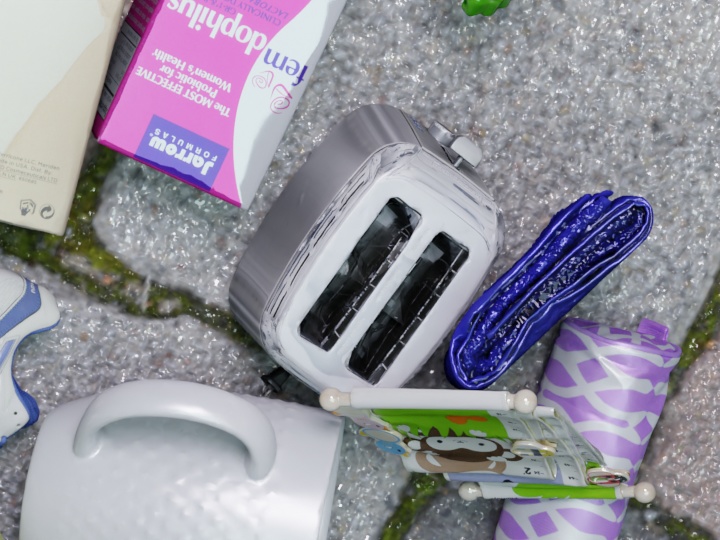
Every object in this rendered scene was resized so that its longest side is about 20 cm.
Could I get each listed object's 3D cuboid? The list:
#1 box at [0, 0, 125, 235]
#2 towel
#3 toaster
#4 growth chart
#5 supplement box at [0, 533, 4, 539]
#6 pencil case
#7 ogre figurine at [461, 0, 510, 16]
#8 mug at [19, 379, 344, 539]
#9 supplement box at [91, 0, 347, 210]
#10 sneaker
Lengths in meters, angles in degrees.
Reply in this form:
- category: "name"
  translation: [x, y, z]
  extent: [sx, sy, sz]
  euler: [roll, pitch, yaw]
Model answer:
- category: "box"
  translation: [-0.186, -0.131, 1.371]
  extent: [0.077, 0.095, 0.201]
  euler: [14, 99, -15]
- category: "towel"
  translation: [0.102, 0.010, 1.406]
  extent: [0.148, 0.200, 0.050]
  euler: [-42, 87, -1]
- category: "toaster"
  translation: [0.000, 0.000, 1.414]
  extent: [0.113, 0.129, 0.200]
  euler: [37, 92, -15]
- category: "growth chart"
  translation: [0.072, 0.101, 1.383]
  extent: [0.144, 0.200, 0.018]
  euler: [-4, 67, 27]
- category: "supplement box"
  translation: [-0.258, 0.212, 1.296]
  extent: [0.134, 0.200, 0.201]
  euler: [-24, 106, 3]
- category: "pencil case"
  translation: [0.140, 0.128, 1.494]
  extent: [0.085, 0.084, 0.201]
  euler: [6, 104, -48]
- category: "ogre figurine"
  translation: [0.084, -0.252, 1.395]
  extent: [0.120, 0.098, 0.200]
  euler: [38, 84, -6]
- category: "mug"
  translation: [-0.105, 0.127, 1.391]
  extent: [0.174, 0.200, 0.148]
  euler: [10, 55, 2]
- category: "supplement box"
  translation: [-0.074, -0.151, 1.385]
  extent: [0.101, 0.103, 0.201]
  euler: [23, 98, -15]
- category: "sneaker"
  translation: [-0.238, 0.095, 1.414]
  extent: [0.088, 0.075, 0.201]
  euler: [17, 98, -14]
